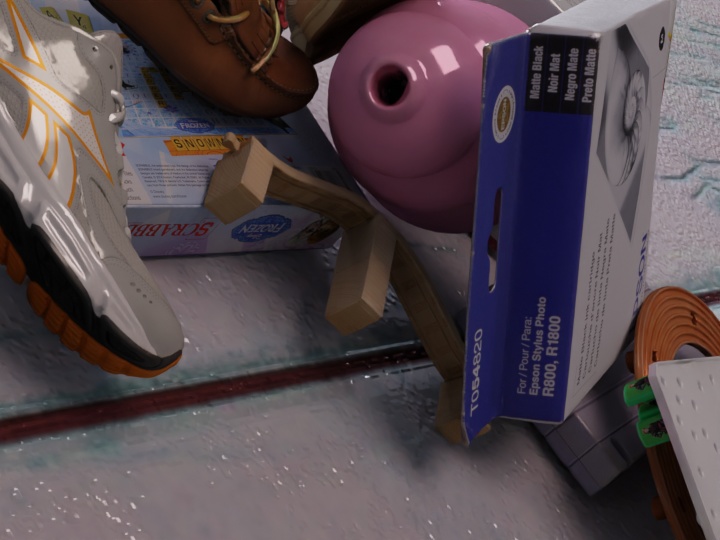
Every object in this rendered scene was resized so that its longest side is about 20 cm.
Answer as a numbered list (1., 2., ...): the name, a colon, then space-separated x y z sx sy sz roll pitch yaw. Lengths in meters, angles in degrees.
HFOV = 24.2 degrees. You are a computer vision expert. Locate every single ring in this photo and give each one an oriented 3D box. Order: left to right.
1. ring: 0.201 0.107 0.965 0.200 0.019 0.203 37 43 -45

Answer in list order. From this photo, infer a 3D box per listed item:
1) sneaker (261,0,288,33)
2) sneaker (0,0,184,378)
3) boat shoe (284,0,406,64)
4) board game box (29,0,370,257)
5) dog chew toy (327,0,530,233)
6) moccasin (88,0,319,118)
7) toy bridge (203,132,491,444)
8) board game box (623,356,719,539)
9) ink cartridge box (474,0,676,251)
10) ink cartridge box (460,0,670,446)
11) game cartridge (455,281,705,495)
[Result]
1. sneaker: -0.103 -0.224 0.978 0.202 0.095 0.079 67 25 -17
2. sneaker: -0.120 -0.053 0.693 0.092 0.076 0.201 -34 89 -25
3. boat shoe: -0.013 -0.158 0.876 0.065 0.071 0.200 64 -14 -2
4. board game box: -0.112 -0.098 0.842 0.199 0.041 0.201 -2 55 -54
5. dog chew toy: 0.038 -0.083 0.859 0.125 0.124 0.200 51 12 10
6. moccasin: -0.076 -0.137 0.790 0.201 0.077 0.074 40 18 -46
7. toy bridge: 0.000 0.000 0.826 0.200 0.027 0.068 45 37 -28
8. board game box: 0.220 0.146 0.917 0.199 0.026 0.202 2 67 -58
9. ink cartridge box: 0.100 -0.141 1.068 0.145 0.145 0.200 40 29 -8
10. ink cartridge box: 0.108 -0.031 0.851 0.040 0.202 0.200 10 20 23
11. game cartridge: 0.141 0.051 0.998 0.130 0.038 0.199 49 29 14
